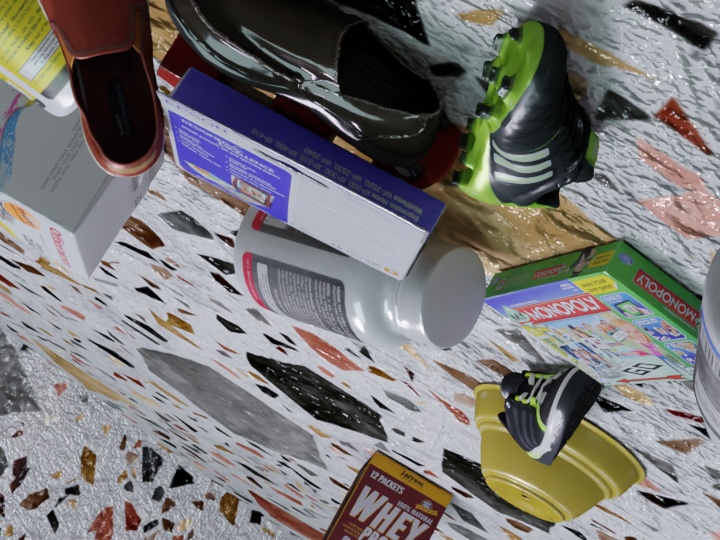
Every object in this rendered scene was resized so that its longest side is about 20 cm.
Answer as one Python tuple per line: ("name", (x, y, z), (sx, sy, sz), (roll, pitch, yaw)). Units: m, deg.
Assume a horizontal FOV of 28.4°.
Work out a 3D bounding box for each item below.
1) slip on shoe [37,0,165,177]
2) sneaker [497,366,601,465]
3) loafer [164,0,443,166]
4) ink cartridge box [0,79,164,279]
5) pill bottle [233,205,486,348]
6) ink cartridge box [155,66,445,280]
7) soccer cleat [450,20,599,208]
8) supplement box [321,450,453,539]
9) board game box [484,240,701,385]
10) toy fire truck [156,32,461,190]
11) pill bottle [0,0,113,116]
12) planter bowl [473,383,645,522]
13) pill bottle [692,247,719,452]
("slip on shoe", (-0.171, -0.158, 0.941), (0.061, 0.074, 0.201), (-138, 35, -73))
("sneaker", (0.162, 0.127, 1.317), (0.083, 0.072, 0.200), (36, 160, 12))
("loafer", (-0.026, -0.143, 0.884), (0.199, 0.073, 0.071), (29, 155, -13))
("ink cartridge box", (-0.296, -0.114, 1.283), (0.199, 0.145, 0.145), (28, 163, 4))
("pill bottle", (0.000, 0.000, 1.160), (0.199, 0.111, 0.111), (17, 159, 40))
("ink cartridge box", (-0.039, -0.067, 0.979), (0.197, 0.044, 0.200), (28, 171, 1))
("soccer cleat", (0.105, -0.087, 0.830), (0.081, 0.068, 0.200), (12, 164, 0))
("supplement box", (0.022, 0.401, 2.142), (0.132, 0.198, 0.200), (30, 163, 2))
("board game box", (0.192, 0.038, 1.084), (0.134, 0.029, 0.200), (34, 163, -13))
("toy fire truck", (-0.037, -0.117, 0.994), (0.200, 0.049, 0.141), (33, 165, -12))
("pill bottle", (-0.259, -0.209, 0.997), (0.200, 0.113, 0.112), (36, 163, -20))
("planter bowl", (0.188, 0.205, 1.483), (0.200, 0.084, 0.201), (29, 163, 9))
("pill bottle", (0.260, 0.054, 0.861), (0.113, 0.114, 0.200), (24, 163, 20))
